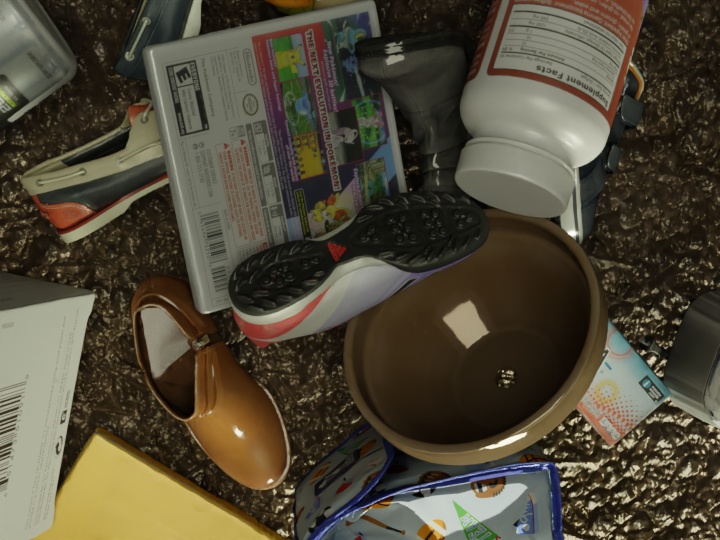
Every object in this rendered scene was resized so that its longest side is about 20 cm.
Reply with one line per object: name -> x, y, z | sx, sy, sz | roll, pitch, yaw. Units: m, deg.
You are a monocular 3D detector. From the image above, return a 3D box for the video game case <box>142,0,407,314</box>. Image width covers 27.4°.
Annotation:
video game case -> -0.056, -0.086, 1.105 | 0.181, 0.023, 0.201 | -16, 105, -20

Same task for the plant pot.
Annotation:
plant pot -> 0.094, 0.062, 1.096 | 0.200, 0.201, 0.093 | -37, 139, 0

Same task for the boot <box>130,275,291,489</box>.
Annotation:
boot -> -0.120, 0.098, 1.132 | 0.073, 0.155, 0.201 | -32, 96, 1

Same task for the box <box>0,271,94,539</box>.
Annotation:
box -> -0.305, 0.103, 1.087 | 0.130, 0.200, 0.200 | 13, 95, 10

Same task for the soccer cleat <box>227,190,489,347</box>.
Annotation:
soccer cleat -> 0.000, 0.000, 1.092 | 0.199, 0.073, 0.068 | -21, 59, -8

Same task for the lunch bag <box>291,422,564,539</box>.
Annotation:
lunch bag -> 0.046, 0.182, 1.144 | 0.199, 0.170, 0.125 | -9, 98, -2

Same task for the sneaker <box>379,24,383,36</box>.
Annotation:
sneaker -> -0.043, -0.115, 1.149 | 0.090, 0.066, 0.201 | 15, 97, -35

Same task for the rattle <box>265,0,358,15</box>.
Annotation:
rattle -> -0.012, -0.289, 1.115 | 0.200, 0.143, 0.130 | -40, 78, 7

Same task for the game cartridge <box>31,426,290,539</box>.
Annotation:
game cartridge -> -0.176, 0.253, 1.209 | 0.199, 0.032, 0.177 | 32, 93, -9

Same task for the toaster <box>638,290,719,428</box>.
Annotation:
toaster -> 0.332, 0.086, 1.176 | 0.199, 0.129, 0.114 | 21, 93, -5

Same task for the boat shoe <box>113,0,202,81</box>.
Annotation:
boat shoe -> -0.146, -0.243, 1.142 | 0.061, 0.075, 0.201 | 11, 104, -16

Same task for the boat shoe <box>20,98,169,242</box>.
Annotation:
boat shoe -> -0.168, -0.098, 1.149 | 0.199, 0.071, 0.063 | -32, 112, 7

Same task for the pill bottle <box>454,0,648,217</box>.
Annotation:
pill bottle -> 0.137, -0.146, 1.077 | 0.112, 0.112, 0.201 | 20, 77, -6

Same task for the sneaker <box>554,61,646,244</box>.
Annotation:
sneaker -> 0.188, -0.120, 1.171 | 0.079, 0.078, 0.201 | -2, 94, 2

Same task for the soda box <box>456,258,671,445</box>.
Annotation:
soda box -> 0.159, 0.042, 1.192 | 0.068, 0.064, 0.200 | -40, 98, 2

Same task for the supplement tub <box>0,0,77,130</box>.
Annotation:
supplement tub -> -0.325, -0.143, 1.112 | 0.200, 0.123, 0.123 | -36, 97, 1

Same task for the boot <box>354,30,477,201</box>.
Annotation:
boot -> 0.055, -0.108, 1.107 | 0.069, 0.200, 0.133 | 0, 92, 24
